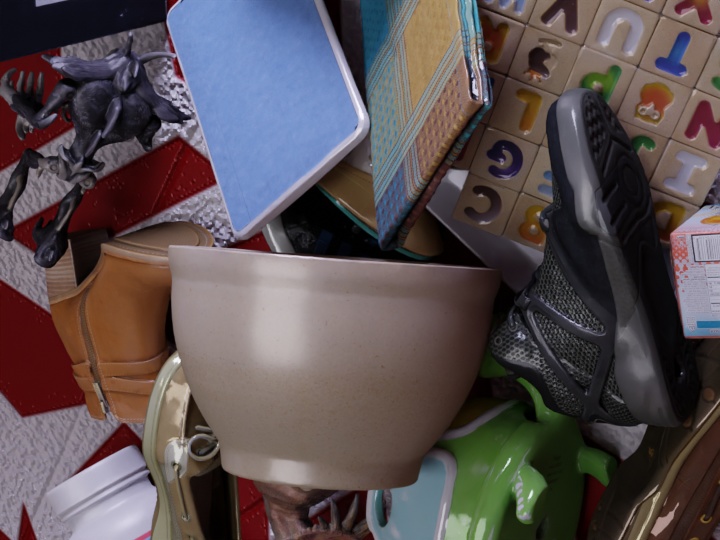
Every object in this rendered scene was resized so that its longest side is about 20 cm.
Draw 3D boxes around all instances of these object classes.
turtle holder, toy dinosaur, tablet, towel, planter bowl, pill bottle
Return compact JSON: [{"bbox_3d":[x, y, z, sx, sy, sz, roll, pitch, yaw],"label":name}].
[{"bbox_3d":[0.075,0.136,0.991,0.132,0.141,0.186,17,127,32],"label":"turtle holder"},{"bbox_3d":[-0.028,0.132,1.112,0.135,0.086,0.200,35,120,23],"label":"toy dinosaur"},{"bbox_3d":[-0.065,-0.134,1.025,0.130,0.014,0.200,-39,56,31],"label":"tablet"},{"bbox_3d":[0.035,-0.131,0.912,0.147,0.022,0.200,121,151,-51],"label":"towel"},{"bbox_3d":[-0.020,0.058,0.931,0.200,0.200,0.135,6,92,36],"label":"planter bowl"},{"bbox_3d":[-0.167,0.246,1.241,0.109,0.109,0.200,-33,84,40],"label":"pill bottle"}]

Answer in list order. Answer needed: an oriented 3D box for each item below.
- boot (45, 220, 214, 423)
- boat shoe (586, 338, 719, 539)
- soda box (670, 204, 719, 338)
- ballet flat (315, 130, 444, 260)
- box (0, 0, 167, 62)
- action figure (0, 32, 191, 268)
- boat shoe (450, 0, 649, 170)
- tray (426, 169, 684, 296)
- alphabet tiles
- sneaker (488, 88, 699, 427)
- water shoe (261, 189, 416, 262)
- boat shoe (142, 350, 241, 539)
[{"bbox_3d":[-0.165,0.044,1.193,0.200,0.074,0.155,0,105,50],"label":"boot"},{"bbox_3d":[0.209,0.111,0.938,0.067,0.072,0.200,22,115,-9],"label":"boat shoe"},{"bbox_3d":[0.272,-0.004,0.829,0.200,0.068,0.064,-2,106,32],"label":"soda box"},{"bbox_3d":[-0.016,-0.083,1.036,0.200,0.069,0.063,36,111,21],"label":"ballet flat"},{"bbox_3d":[-0.269,-0.218,1.091,0.182,0.200,0.104,15,115,33],"label":"box"},{"bbox_3d":[-0.205,-0.104,1.119,0.200,0.119,0.102,-52,39,24],"label":"action figure"},{"bbox_3d":[0.100,-0.128,0.913,0.076,0.060,0.200,49,120,9],"label":"boat shoe"},{"bbox_3d":[0.125,-0.031,0.963,0.200,0.022,0.107,45,113,16],"label":"tray"},{"bbox_3d":[0.130,-0.093,0.884,0.166,0.006,0.200,21,123,2],"label":"alphabet tiles"},{"bbox_3d":[0.116,-0.001,0.892,0.114,0.076,0.200,-7,109,32],"label":"sneaker"},{"bbox_3d":[0.000,0.000,1.063,0.079,0.071,0.200,-30,89,17],"label":"water shoe"},{"bbox_3d":[-0.107,0.144,1.076,0.063,0.073,0.201,18,117,26],"label":"boat shoe"}]
